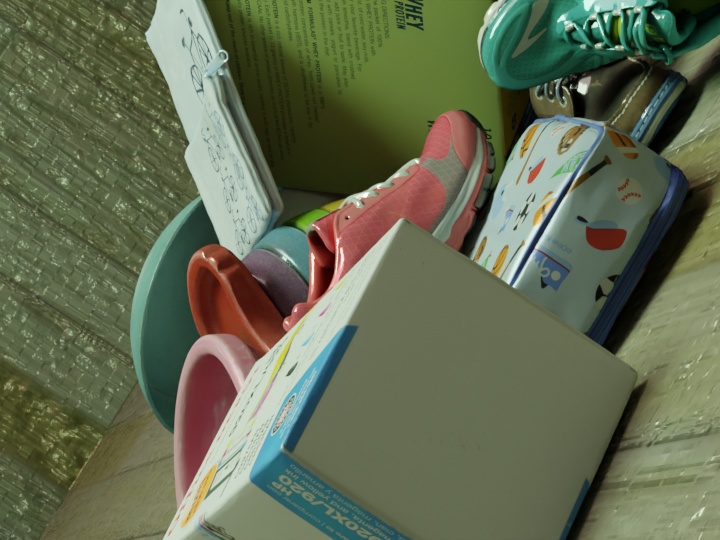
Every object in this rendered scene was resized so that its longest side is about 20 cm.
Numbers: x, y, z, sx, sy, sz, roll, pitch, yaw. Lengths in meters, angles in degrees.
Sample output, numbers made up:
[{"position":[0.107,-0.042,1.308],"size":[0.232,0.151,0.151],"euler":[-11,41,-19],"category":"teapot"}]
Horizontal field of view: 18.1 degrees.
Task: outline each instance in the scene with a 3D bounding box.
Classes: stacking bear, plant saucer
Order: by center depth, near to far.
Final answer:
[{"position":[-0.063,0.137,1.343],"size":[0.200,0.051,0.201],"euler":[175,90,-71],"category":"plant saucer"},{"position":[0.000,0.000,1.444],"size":[0.200,0.122,0.114],"euler":[-32,-7,-22],"category":"stacking bear"},{"position":[-0.110,0.025,1.666],"size":[0.200,0.036,0.201],"euler":[-30,-52,-48],"category":"plant saucer"}]

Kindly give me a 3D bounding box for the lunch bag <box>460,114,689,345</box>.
[{"position":[0.103,-0.004,1.263],"size":[0.161,0.075,0.200],"euler":[-62,7,-1],"category":"lunch bag"}]

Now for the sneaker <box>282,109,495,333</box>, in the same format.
[{"position":[0.016,-0.025,1.315],"size":[0.074,0.087,0.201],"euler":[-49,17,57],"category":"sneaker"}]

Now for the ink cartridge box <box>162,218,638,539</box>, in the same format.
[{"position":[0.012,0.102,1.131],"size":[0.148,0.144,0.200],"euler":[-62,9,-31],"category":"ink cartridge box"}]

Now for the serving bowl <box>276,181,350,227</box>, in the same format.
[{"position":[-0.007,0.022,1.603],"size":[0.200,0.066,0.201],"euler":[3,-90,-71],"category":"serving bowl"}]

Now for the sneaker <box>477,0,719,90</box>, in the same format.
[{"position":[0.159,-0.155,1.316],"size":[0.199,0.078,0.080],"euler":[-21,33,18],"category":"sneaker"}]

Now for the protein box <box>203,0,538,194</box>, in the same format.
[{"position":[0.014,-0.166,1.516],"size":[0.135,0.199,0.199],"euler":[-67,-23,-45],"category":"protein box"}]

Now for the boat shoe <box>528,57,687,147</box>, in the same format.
[{"position":[0.144,-0.108,1.420],"size":[0.072,0.072,0.200],"euler":[-55,8,-5],"category":"boat shoe"}]

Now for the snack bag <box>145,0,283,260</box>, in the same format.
[{"position":[-0.104,-0.103,1.513],"size":[0.021,0.201,0.189],"euler":[-19,-9,-13],"category":"snack bag"}]
